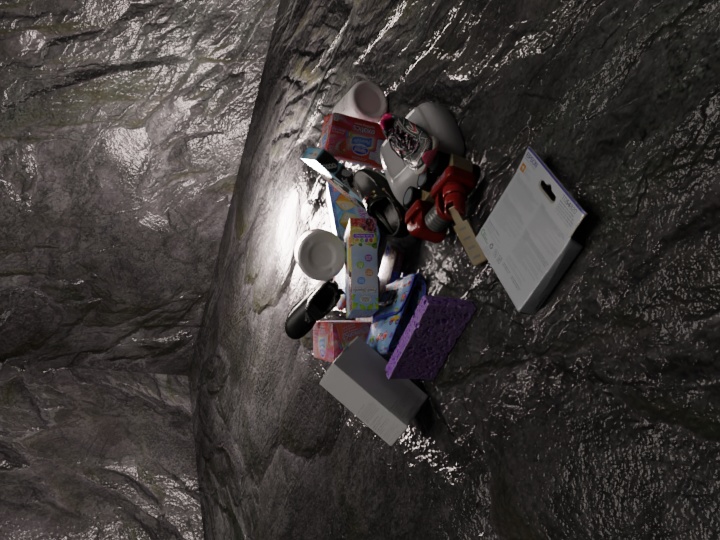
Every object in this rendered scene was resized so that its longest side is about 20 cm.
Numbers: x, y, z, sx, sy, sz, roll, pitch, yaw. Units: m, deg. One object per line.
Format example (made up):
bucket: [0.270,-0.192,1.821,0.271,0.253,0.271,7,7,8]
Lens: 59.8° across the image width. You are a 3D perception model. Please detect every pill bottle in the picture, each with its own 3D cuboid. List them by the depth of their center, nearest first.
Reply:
pill bottle: [-0.101,-0.041,1.497,0.200,0.112,0.116,-152,71,-80]
pill bottle: [-0.016,-0.428,1.734,0.199,0.112,0.117,155,120,-62]

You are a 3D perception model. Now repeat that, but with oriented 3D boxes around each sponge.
sponge: [0.133,0.136,1.224,0.202,0.110,0.030,-66,31,31]

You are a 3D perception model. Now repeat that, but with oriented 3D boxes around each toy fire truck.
toy fire truck: [0.172,-0.100,1.233,0.176,0.127,0.203,130,151,-50]

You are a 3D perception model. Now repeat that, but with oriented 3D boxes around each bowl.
bowl: [0.121,-0.262,1.365,0.200,0.074,0.202,-43,41,28]

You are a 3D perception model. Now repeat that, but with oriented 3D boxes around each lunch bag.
lunch bag: [0.088,0.102,1.393,0.150,0.093,0.203,149,136,-64]

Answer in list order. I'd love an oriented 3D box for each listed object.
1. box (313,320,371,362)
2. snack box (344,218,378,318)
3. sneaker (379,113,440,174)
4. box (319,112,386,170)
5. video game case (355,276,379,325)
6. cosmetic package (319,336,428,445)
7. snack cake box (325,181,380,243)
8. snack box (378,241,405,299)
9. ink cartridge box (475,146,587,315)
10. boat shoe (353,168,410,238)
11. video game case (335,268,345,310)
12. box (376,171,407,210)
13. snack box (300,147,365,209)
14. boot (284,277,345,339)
box: [-0.049,0.173,1.557,0.200,0.101,0.097,170,100,-71]
snack box: [0.000,0.000,1.426,0.169,0.066,0.204,121,150,-79]
sneaker: [0.093,-0.256,1.256,0.081,0.074,0.200,-56,31,14]
box: [0.004,-0.313,1.543,0.095,0.196,0.102,-159,79,-71]
video game case: [0.017,0.116,1.545,0.143,0.017,0.204,178,92,-72]
cosmetic package: [0.028,0.247,1.298,0.199,0.113,0.082,39,129,11]
snack cake box: [-0.022,-0.141,1.643,0.068,0.113,0.203,100,163,-52]
snack box: [0.062,0.036,1.520,0.072,0.024,0.204,-134,55,-64]
ink cartridge box: [0.284,-0.067,1.037,0.201,0.040,0.202,-109,36,-46]
boat shoe: [0.043,-0.157,1.414,0.074,0.063,0.203,-48,65,28]
video game case: [-0.030,-0.009,1.731,0.145,0.017,0.201,-105,33,-40]
box: [0.085,-0.177,1.508,0.200,0.048,0.084,-140,61,-63]
snack box: [-0.046,-0.221,1.521,0.037,0.199,0.116,-54,25,-4]
boot: [-0.116,0.097,1.517,0.199,0.073,0.163,-49,7,3]
